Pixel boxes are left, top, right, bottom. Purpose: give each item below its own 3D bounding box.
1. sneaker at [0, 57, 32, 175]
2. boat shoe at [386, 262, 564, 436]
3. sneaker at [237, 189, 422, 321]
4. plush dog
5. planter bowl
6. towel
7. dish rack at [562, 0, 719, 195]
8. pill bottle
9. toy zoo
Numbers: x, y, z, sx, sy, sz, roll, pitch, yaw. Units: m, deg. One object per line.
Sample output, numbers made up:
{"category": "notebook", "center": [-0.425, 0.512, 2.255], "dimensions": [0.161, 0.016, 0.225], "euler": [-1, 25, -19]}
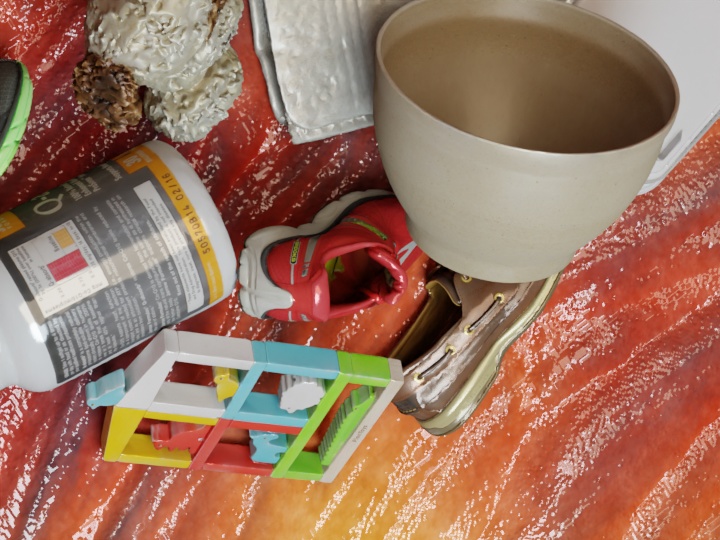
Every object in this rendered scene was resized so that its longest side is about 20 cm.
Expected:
{"category": "sneaker", "center": [-0.283, -0.064, 1.469], "dimensions": [0.084, 0.077, 0.200], "euler": [46, 76, -20]}
{"category": "boat shoe", "center": [0.082, 0.017, 1.631], "dimensions": [0.068, 0.072, 0.200], "euler": [33, 87, -25]}
{"category": "sneaker", "center": [0.000, 0.000, 1.554], "dimensions": [0.200, 0.085, 0.077], "euler": [-26, 122, -54]}
{"category": "plush dog", "center": [-0.119, -0.178, 1.458], "dimensions": [0.160, 0.172, 0.200], "euler": [33, 107, -10]}
{"category": "planter bowl", "center": [0.097, -0.078, 1.544], "dimensions": [0.200, 0.200, 0.135], "euler": [-4, 129, -22]}
{"category": "towel", "center": [-0.011, -0.193, 1.585], "dimensions": [0.132, 0.034, 0.200], "euler": [-14, 103, -22]}
{"category": "dish rack", "center": [0.216, -0.171, 1.677], "dimensions": [0.200, 0.044, 0.172], "euler": [-48, 110, -11]}
{"category": "pill bottle", "center": [-0.189, 0.007, 1.494], "dimensions": [0.200, 0.116, 0.117], "euler": [-28, 107, -17]}
{"category": "toy zoo", "center": [-0.087, 0.091, 1.553], "dimensions": [0.200, 0.131, 0.020], "euler": [8, 51, -23]}
